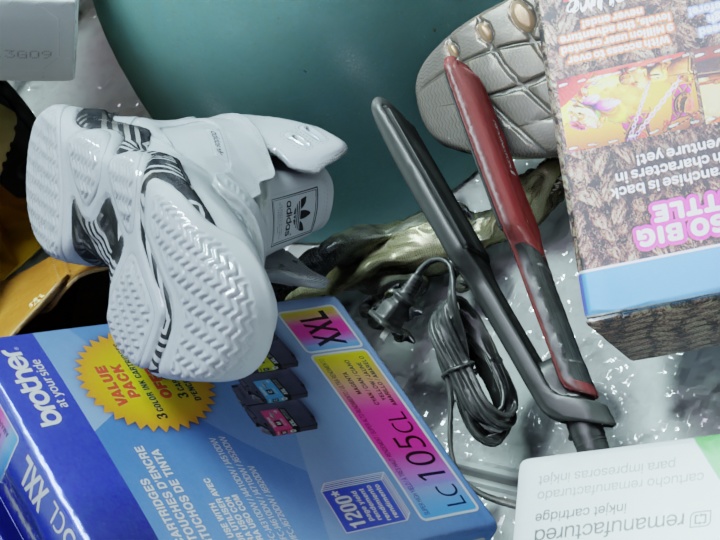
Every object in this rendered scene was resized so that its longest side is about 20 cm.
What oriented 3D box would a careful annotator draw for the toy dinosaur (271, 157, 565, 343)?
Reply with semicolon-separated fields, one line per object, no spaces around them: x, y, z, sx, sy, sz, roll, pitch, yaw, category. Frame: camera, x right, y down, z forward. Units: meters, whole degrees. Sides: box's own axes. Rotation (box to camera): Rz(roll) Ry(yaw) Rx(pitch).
0.000;0.000;0.952;0.200;0.048;0.088;-14;16;25;toy dinosaur

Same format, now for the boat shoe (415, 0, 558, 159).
0.124;-0.086;0.927;0.200;0.073;0.075;-13;76;14;boat shoe

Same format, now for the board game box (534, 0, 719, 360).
0.155;-0.082;0.826;0.159;0.097;0.200;-11;77;15;board game box

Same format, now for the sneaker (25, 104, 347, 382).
-0.049;-0.017;0.843;0.200;0.115;0.075;38;125;56;sneaker

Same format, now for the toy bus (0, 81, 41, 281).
-0.255;-0.098;1.095;0.136;0.200;0.192;-34;38;7;toy bus

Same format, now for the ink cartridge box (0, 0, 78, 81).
-0.180;-0.169;0.977;0.109;0.050;0.200;1;47;-8;ink cartridge box

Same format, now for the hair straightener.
0.046;0.017;0.883;0.077;0.041;0.200;-26;76;15;hair straightener

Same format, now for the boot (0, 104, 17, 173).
-0.261;-0.041;0.936;0.066;0.200;0.175;-24;48;49;boot

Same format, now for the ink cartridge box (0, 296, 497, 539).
-0.070;0.088;0.827;0.136;0.200;0.076;53;136;34;ink cartridge box

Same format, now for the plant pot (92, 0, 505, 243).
-0.033;-0.140;1.004;0.200;0.161;0.201;-17;50;22;plant pot

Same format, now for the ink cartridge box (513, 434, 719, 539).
0.126;0.161;0.740;0.146;0.084;0.200;-10;54;26;ink cartridge box

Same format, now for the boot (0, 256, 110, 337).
-0.159;0.040;0.970;0.201;0.071;0.144;-33;6;0;boot
